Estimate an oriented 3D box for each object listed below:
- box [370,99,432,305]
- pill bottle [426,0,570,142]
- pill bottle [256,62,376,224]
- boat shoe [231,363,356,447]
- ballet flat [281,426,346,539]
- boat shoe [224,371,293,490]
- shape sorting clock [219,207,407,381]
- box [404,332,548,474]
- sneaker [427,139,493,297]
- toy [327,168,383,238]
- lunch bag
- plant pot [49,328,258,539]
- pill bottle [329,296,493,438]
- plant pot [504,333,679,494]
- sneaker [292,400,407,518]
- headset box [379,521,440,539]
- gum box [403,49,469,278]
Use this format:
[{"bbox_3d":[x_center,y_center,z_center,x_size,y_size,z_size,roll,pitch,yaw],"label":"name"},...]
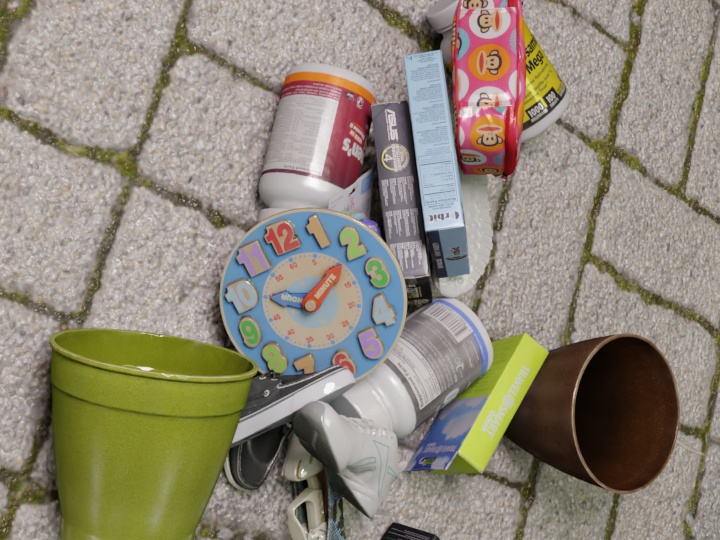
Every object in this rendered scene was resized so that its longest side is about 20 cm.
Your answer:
[{"bbox_3d":[0.047,-0.071,1.144,0.049,0.161,0.201,-8,77,5],"label":"box"},{"bbox_3d":[0.174,-0.269,1.283,0.113,0.112,0.200,-49,112,-25],"label":"pill bottle"},{"bbox_3d":[-0.053,-0.121,1.126,0.109,0.109,0.201,19,77,-31],"label":"pill bottle"},{"bbox_3d":[-0.101,0.137,1.048,0.057,0.199,0.069,67,14,12],"label":"boat shoe"},{"bbox_3d":[-0.055,0.243,1.120,0.074,0.074,0.202,-10,92,-33],"label":"ballet flat"},{"bbox_3d":[-0.096,0.146,1.109,0.072,0.067,0.201,28,74,-31],"label":"boat shoe"},{"bbox_3d":[-0.050,0.033,1.048,0.198,0.039,0.201,2,104,6],"label":"shape sorting clock"},{"bbox_3d":[0.141,0.174,1.226,0.048,0.122,0.200,39,66,-10],"label":"box"},{"bbox_3d":[0.112,-0.060,1.234,0.076,0.080,0.201,18,70,-29],"label":"sneaker"},{"bbox_3d":[0.000,0.000,1.120,0.115,0.047,0.201,-43,145,-57],"label":"toy"},{"bbox_3d":[0.146,-0.210,1.143,0.081,0.176,0.201,2,78,7],"label":"lunch bag"},{"bbox_3d":[-0.214,0.172,0.971,0.199,0.200,0.194,7,96,-33],"label":"plant pot"},{"bbox_3d":[0.052,0.125,1.178,0.200,0.114,0.114,-33,105,-30],"label":"pill bottle"},{"bbox_3d":[0.262,0.172,1.262,0.186,0.200,0.188,2,87,-33],"label":"plant pot"},{"bbox_3d":[-0.009,0.181,1.045,0.080,0.070,0.201,-45,142,-15],"label":"sneaker"},{"bbox_3d":[0.056,0.435,1.174,0.174,0.093,0.200,49,64,-21],"label":"headset box"},{"bbox_3d":[0.086,-0.112,1.110,0.044,0.170,0.201,-7,72,6],"label":"gum box"}]
